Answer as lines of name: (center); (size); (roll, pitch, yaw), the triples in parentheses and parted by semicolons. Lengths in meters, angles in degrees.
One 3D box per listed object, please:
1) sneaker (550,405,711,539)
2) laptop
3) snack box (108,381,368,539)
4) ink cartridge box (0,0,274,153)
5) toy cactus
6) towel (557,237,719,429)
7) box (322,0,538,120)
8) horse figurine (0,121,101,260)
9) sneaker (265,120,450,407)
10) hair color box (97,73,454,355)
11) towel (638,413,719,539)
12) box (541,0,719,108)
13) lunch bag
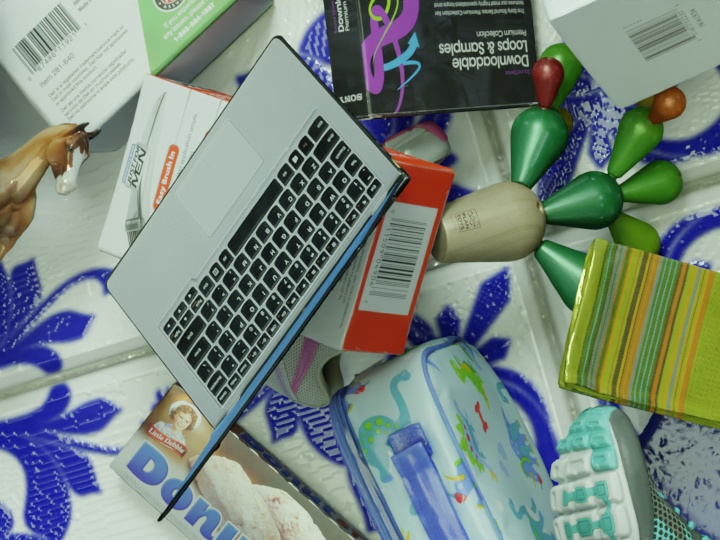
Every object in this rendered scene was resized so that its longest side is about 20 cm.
sneaker: (0.170, 0.167, 1.304); (0.091, 0.077, 0.201); (-18, 98, -26)
laptop: (-0.073, -0.002, 1.234); (0.188, 0.116, 0.200); (-53, 58, 20)
snack box: (-0.059, 0.159, 1.441); (0.200, 0.024, 0.072); (41, 102, 8)
ink cartridge box: (-0.175, -0.194, 1.419); (0.145, 0.084, 0.200); (-41, 84, 13)
toy cactus: (0.120, -0.033, 1.329); (0.164, 0.102, 0.201); (-13, 87, -22)
towel: (0.213, 0.047, 1.288); (0.199, 0.018, 0.087); (14, 83, -7)
box: (0.036, -0.189, 1.345); (0.036, 0.142, 0.201); (-7, 90, 48)
horse figurine: (-0.236, -0.020, 1.411); (0.050, 0.200, 0.133); (24, 71, -25)
sneaker: (0.000, 0.000, 1.395); (0.088, 0.081, 0.200); (38, 109, 8)
hair color box: (-0.051, -0.034, 1.333); (0.199, 0.064, 0.112); (21, 98, 36)
towel: (0.242, 0.158, 1.358); (0.200, 0.050, 0.148); (35, 90, 10)
box: (0.139, -0.214, 1.285); (0.097, 0.124, 0.201); (-24, 63, 16)
lunch bag: (0.060, 0.139, 1.341); (0.082, 0.161, 0.201); (-27, 88, 14)
